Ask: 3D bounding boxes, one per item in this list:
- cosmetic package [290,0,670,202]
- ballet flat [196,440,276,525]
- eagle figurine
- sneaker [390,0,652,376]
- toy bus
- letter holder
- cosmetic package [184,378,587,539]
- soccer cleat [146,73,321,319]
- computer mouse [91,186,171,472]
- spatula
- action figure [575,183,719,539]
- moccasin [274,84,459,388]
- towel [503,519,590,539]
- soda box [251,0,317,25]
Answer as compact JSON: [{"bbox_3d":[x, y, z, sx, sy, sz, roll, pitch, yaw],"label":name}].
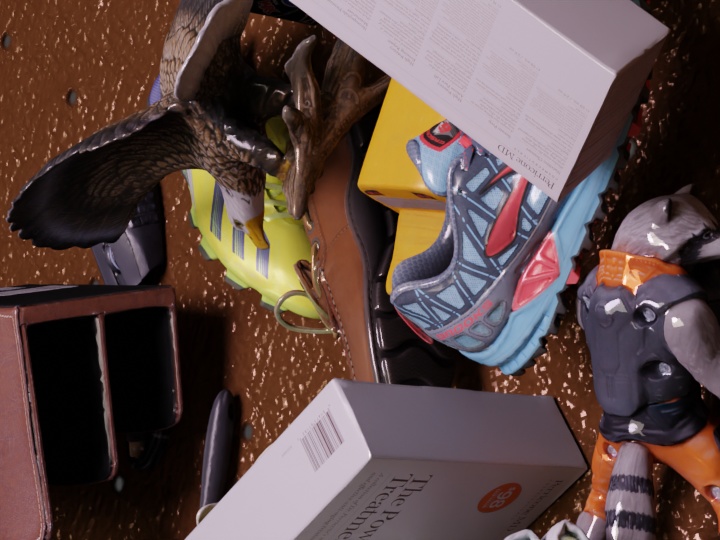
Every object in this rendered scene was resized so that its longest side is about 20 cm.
[{"bbox_3d":[0.033,-0.125,1.098,0.200,0.051,0.083,38,137,14],"label":"cosmetic package"},{"bbox_3d":[-0.049,0.130,1.363,0.200,0.067,0.068,-51,51,31],"label":"ballet flat"},{"bbox_3d":[-0.087,-0.075,1.301,0.199,0.151,0.152,10,98,40],"label":"eagle figurine"},{"bbox_3d":[0.071,-0.053,1.156,0.079,0.095,0.201,-101,30,-77],"label":"sneaker"},{"bbox_3d":[0.057,-0.082,1.248,0.065,0.078,0.201,7,74,47],"label":"toy bus"},{"bbox_3d":[-0.191,0.084,1.478,0.200,0.100,0.143,0,96,58],"label":"letter holder"},{"bbox_3d":[-0.005,0.136,1.253,0.200,0.150,0.052,-48,55,33],"label":"cosmetic package"},{"bbox_3d":[-0.059,-0.056,1.400,0.084,0.065,0.200,-53,50,26],"label":"soccer cleat"},{"bbox_3d":[-0.142,0.021,1.503,0.058,0.034,0.201,-21,71,43],"label":"computer mouse"},{"bbox_3d":[-0.097,0.167,1.435,0.020,0.056,0.201,14,88,20],"label":"spatula"},{"bbox_3d":[0.154,0.059,1.126,0.200,0.104,0.195,-2,94,51],"label":"action figure"},{"bbox_3d":[-0.001,0.000,1.320,0.078,0.073,0.202,-38,58,38],"label":"moccasin"},{"bbox_3d":[0.089,0.222,1.158,0.200,0.048,0.172,109,151,-65],"label":"towel"},{"bbox_3d":[-0.052,-0.242,1.407,0.063,0.071,0.201,-34,61,41],"label":"soda box"}]
